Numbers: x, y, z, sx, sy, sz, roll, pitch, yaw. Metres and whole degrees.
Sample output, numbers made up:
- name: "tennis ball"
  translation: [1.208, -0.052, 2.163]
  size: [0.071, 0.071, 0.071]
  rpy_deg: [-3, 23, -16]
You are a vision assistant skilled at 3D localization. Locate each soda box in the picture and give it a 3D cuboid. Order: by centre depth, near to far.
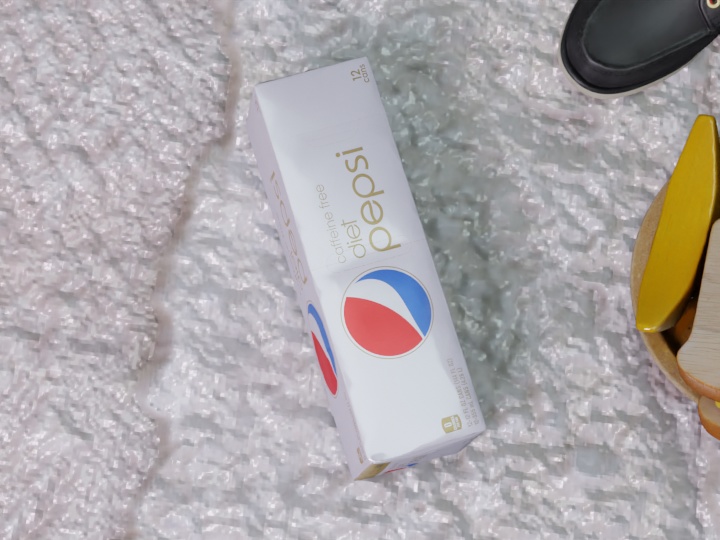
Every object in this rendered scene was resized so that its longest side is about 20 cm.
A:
- name: "soda box"
  translation: [0.000, 0.000, 0.888]
  size: [0.063, 0.068, 0.201]
  rpy_deg: [-16, 79, -11]

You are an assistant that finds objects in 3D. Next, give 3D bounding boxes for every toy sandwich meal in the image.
- name: "toy sandwich meal"
  translation: [0.222, -0.004, 0.881]
  size: [0.204, 0.070, 0.206]
  rpy_deg: [-8, 61, 16]

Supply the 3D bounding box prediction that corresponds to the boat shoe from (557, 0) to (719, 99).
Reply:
- name: "boat shoe"
  translation: [0.191, -0.169, 0.958]
  size: [0.201, 0.063, 0.074]
  rpy_deg: [-36, 86, -12]
